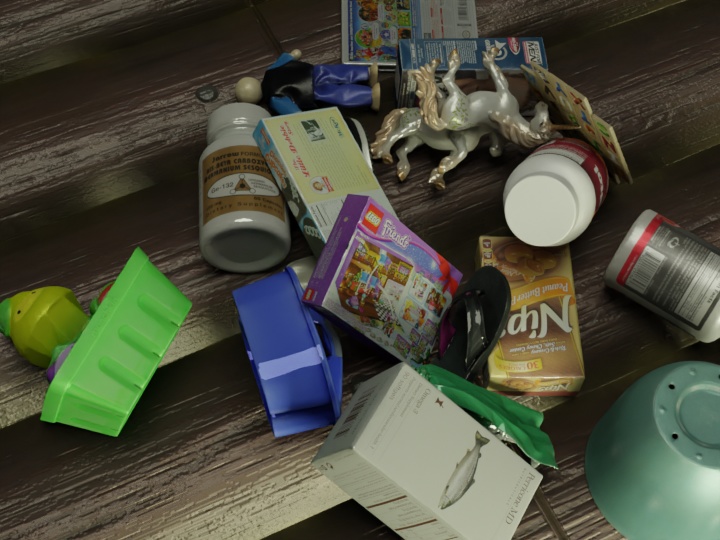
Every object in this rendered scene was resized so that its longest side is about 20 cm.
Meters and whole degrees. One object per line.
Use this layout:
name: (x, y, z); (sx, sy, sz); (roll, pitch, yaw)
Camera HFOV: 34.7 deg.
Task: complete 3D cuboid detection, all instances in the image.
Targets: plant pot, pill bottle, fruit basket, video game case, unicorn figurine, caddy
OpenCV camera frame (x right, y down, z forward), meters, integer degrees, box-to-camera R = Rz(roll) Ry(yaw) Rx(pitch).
plant pot: (0.363, 0.194, 1.275); (0.199, 0.161, 0.201); (1, 58, -2)
pill bottle: (0.411, 0.019, 1.416); (0.200, 0.111, 0.111); (32, 62, 16)
pill bottle: (0.240, -0.094, 1.424); (0.113, 0.113, 0.200); (24, 22, 12)
fruit basket: (-0.325, 0.070, 1.333); (0.215, 0.156, 0.217); (8, 64, -17)
pill bottle: (-0.149, -0.109, 1.462); (0.114, 0.115, 0.201); (-3, 58, -5)
video game case: (0.071, -0.348, 1.683); (0.199, 0.018, 0.144); (1, 58, -3)
unicorn figurine: (0.115, -0.172, 1.534); (0.199, 0.074, 0.138); (25, 63, 11)
caddy: (-0.075, 0.092, 1.325); (0.104, 0.142, 0.201); (-16, 61, -9)
unicorn figurine: (0.165, -0.218, 1.485); (0.199, 0.074, 0.138); (-11, 77, -4)

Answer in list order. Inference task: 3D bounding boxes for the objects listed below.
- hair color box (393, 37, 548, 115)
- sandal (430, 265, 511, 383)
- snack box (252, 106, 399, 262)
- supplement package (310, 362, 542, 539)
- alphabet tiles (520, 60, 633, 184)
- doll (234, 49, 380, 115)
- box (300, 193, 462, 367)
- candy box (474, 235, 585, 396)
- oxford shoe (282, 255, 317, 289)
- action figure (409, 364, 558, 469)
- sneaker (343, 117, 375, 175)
hair color box: (0.149, -0.265, 1.586); (0.199, 0.100, 0.061); (-2, 58, -4)
sandal: (0.119, 0.081, 1.356); (0.075, 0.048, 0.201); (12, 71, 43)
snack box: (-0.040, -0.108, 1.421); (0.116, 0.037, 0.201); (-14, 66, -34)
supplement package: (0.070, 0.213, 1.231); (0.200, 0.117, 0.117); (39, 60, -9)
alphabet tiles: (0.278, -0.188, 1.484); (0.006, 0.200, 0.166); (-44, 54, -2)
doll: (-0.074, -0.250, 1.595); (0.199, 0.049, 0.137); (-1, 57, -4)
box: (0.030, 0.019, 1.335); (0.039, 0.200, 0.137); (10, 70, 44)
candy box: (0.205, 0.054, 1.415); (0.115, 0.055, 0.201); (0, 57, -1)
oxford shoe: (0.000, 0.000, 1.437); (0.199, 0.058, 0.076); (-1, 59, -3)
action figure: (0.124, 0.155, 1.289); (0.200, 0.055, 0.118); (30, 14, -21)
sneaker: (-0.030, -0.117, 1.500); (0.090, 0.070, 0.201); (-5, 60, -10)
